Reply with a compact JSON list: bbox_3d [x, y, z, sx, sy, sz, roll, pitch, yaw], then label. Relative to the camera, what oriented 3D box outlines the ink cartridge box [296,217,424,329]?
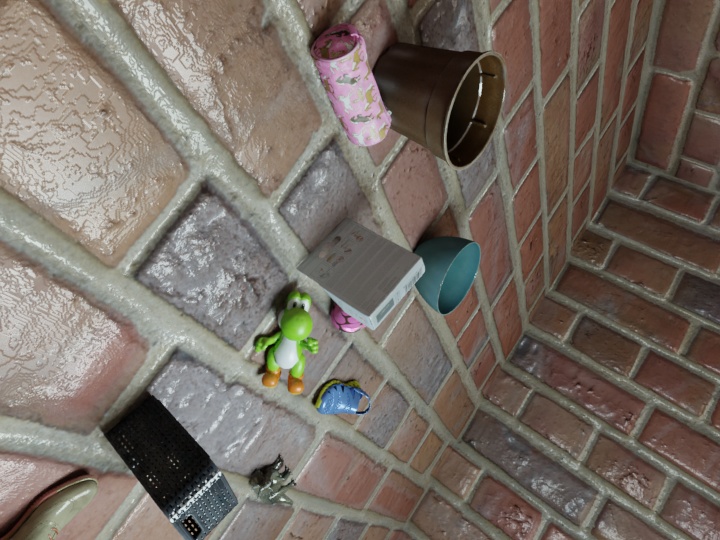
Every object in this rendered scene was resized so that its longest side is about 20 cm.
[{"bbox_3d":[0.000,0.000,1.009,0.163,0.198,0.058,-46,142,-22],"label":"ink cartridge box"}]

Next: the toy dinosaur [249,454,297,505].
[{"bbox_3d":[-0.209,0.512,1.255,0.101,0.077,0.203,-31,144,-22],"label":"toy dinosaur"}]

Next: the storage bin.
[{"bbox_3d":[-0.294,0.311,0.823,0.093,0.198,0.137,-39,143,-30],"label":"storage bin"}]

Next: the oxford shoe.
[{"bbox_3d":[-0.461,0.388,0.759,0.199,0.074,0.072,-42,144,-30],"label":"oxford shoe"}]

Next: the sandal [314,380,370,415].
[{"bbox_3d":[-0.037,0.329,1.332,0.198,0.086,0.081,5,113,-55],"label":"sandal"}]

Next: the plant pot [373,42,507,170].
[{"bbox_3d":[0.131,-0.314,0.960,0.199,0.196,0.204,-36,141,-35],"label":"plant pot"}]

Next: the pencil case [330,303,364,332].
[{"bbox_3d":[0.006,0.070,1.106,0.092,0.092,0.200,-64,-172,-25],"label":"pencil case"}]

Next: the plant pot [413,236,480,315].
[{"bbox_3d":[0.205,-0.006,1.375,0.199,0.133,0.204,-36,142,-35],"label":"plant pot"}]

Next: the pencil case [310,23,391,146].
[{"bbox_3d":[-0.011,-0.301,0.871,0.087,0.082,0.201,-52,147,-12],"label":"pencil case"}]

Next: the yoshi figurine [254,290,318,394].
[{"bbox_3d":[-0.137,0.144,1.019,0.111,0.111,0.205,-8,118,-45],"label":"yoshi figurine"}]
